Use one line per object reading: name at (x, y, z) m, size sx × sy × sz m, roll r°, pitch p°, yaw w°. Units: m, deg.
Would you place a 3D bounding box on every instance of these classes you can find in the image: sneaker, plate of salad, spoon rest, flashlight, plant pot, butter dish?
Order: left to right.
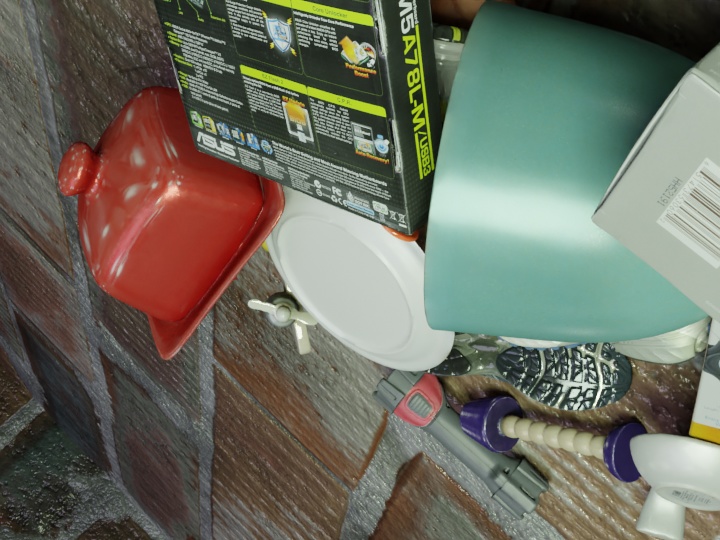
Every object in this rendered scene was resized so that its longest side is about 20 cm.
butter dish at (-0.179, -0.065, 0.839) m, size 0.200 × 0.147 × 0.201 m, roll -49°, pitch 43°, yaw 26°
plate of salad at (0.000, 0.000, 0.834) m, size 0.199 × 0.048 × 0.201 m, roll 31°, pitch 146°, yaw 24°
sneaker at (0.041, -0.116, 0.705) m, size 0.075 × 0.077 × 0.200 m, roll 12°, pitch -179°, yaw 4°
flashlight at (0.105, 0.171, 1.052) m, size 0.200 × 0.068 × 0.068 m, roll 41°, pitch 146°, yaw 8°
sneaker at (0.139, 0.065, 0.875) m, size 0.198 × 0.086 × 0.078 m, roll 13°, pitch 96°, yaw 24°
sneaker at (0.168, 0.008, 0.761) m, size 0.199 × 0.077 × 0.086 m, roll 2°, pitch 123°, yaw 42°
plant pot at (0.138, -0.049, 0.603) m, size 0.159 × 0.202 × 0.202 m, roll 11°, pitch 139°, yaw 14°
spoon rest at (0.253, 0.161, 0.792) m, size 0.098 × 0.061 × 0.200 m, roll 14°, pitch 156°, yaw 12°

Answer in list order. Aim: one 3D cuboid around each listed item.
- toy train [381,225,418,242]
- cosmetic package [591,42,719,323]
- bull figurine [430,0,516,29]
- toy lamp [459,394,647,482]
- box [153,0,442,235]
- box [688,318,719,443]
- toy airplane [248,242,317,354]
toy train at (0.023, -0.076, 0.758) m, size 0.149 × 0.200 × 0.056 m, roll 24°, pitch 110°, yaw 11°
cosmetic package at (0.207, -0.079, 0.457) m, size 0.090 × 0.200 × 0.107 m, roll 40°, pitch 148°, yaw 13°
bull figurine at (0.038, -0.234, 0.657) m, size 0.121 × 0.065 × 0.201 m, roll 14°, pitch 133°, yaw 53°
toy lamp at (0.170, 0.150, 0.935) m, size 0.199 × 0.058 × 0.059 m, roll 0°, pitch 125°, yaw 53°
box at (-0.043, -0.135, 0.589) m, size 0.199 × 0.047 × 0.195 m, roll 23°, pitch 136°, yaw 37°
box at (0.280, 0.046, 0.634) m, size 0.118 × 0.042 × 0.201 m, roll 13°, pitch 136°, yaw 20°
toy airplane at (-0.084, -0.047, 0.971) m, size 0.201 × 0.140 × 0.200 m, roll 55°, pitch 146°, yaw 30°
